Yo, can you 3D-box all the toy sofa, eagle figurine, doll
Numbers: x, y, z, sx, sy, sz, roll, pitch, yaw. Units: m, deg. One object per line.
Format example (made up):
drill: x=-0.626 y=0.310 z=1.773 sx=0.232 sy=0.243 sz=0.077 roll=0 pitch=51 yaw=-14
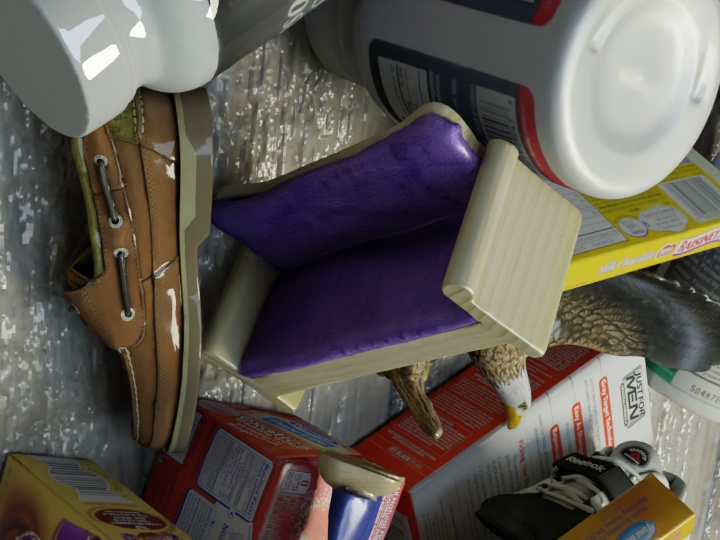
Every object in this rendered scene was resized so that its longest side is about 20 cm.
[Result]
toy sofa: x=0.000 y=0.000 z=0.792 sx=0.098 sy=0.200 sz=0.083 roll=37 pitch=57 yaw=-29
eagle figurine: x=0.098 y=0.024 z=0.940 sx=0.199 sy=0.152 sz=0.151 roll=-19 pitch=151 yaw=-13
doll: x=-0.030 y=0.190 z=0.795 sx=0.136 sy=0.048 sz=0.201 roll=50 pitch=59 yaw=-83

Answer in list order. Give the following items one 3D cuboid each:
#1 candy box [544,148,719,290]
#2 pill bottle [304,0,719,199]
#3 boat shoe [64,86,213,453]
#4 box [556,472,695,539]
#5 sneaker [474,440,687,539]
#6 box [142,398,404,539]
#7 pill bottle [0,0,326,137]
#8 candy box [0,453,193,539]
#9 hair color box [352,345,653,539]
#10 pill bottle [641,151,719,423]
candy box: x=0.132 y=-0.042 z=0.895 sx=0.200 sy=0.102 sz=0.026 roll=-13 pitch=137 yaw=-45
pill bottle: x=0.067 y=-0.117 z=0.810 sx=0.119 sy=0.200 sz=0.120 roll=-18 pitch=119 yaw=-36
boat shoe: x=-0.112 y=0.001 z=0.803 sx=0.068 sy=0.072 sz=0.201 roll=-2 pitch=117 yaw=-13
box: x=0.127 y=0.215 z=0.943 sx=0.119 sy=0.041 sz=0.200 roll=-31 pitch=143 yaw=-24
sneaker: x=0.139 y=0.138 z=0.991 sx=0.200 sy=0.074 sz=0.089 roll=21 pitch=97 yaw=-56
box: x=-0.069 y=0.181 z=0.886 sx=0.095 sy=0.100 sz=0.201 roll=15 pitch=97 yaw=-44
pill bottle: x=-0.073 y=-0.151 z=0.730 sx=0.200 sy=0.116 sz=0.117 roll=-38 pitch=129 yaw=-23
candy box: x=-0.115 y=0.178 z=0.773 sx=0.056 sy=0.200 sz=0.117 roll=9 pitch=101 yaw=-44
hair color box: x=0.094 y=0.111 z=1.028 sx=0.200 sy=0.061 sz=0.102 roll=-31 pitch=127 yaw=-27
pill bottle: x=0.259 y=-0.009 z=1.058 sx=0.113 sy=0.113 sz=0.200 roll=2 pitch=122 yaw=-42
